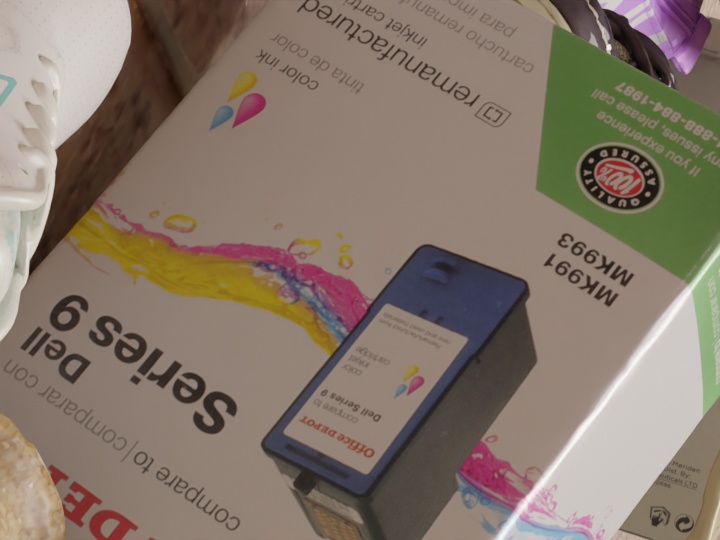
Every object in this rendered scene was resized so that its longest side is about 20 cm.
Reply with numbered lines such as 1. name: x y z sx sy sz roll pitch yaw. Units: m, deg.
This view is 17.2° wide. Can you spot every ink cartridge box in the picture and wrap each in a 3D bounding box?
1. ink cartridge box: -0.002 0.028 0.618 0.200 0.145 0.088 -51 156 -15

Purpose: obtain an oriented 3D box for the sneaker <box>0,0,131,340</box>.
1. sneaker: -0.091 -0.016 0.474 0.200 0.080 0.071 -42 147 -57

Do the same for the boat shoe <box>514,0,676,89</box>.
1. boat shoe: 0.072 -0.057 0.793 0.065 0.072 0.200 -34 159 -6

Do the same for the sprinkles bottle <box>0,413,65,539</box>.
1. sprinkles bottle: -0.139 0.101 0.482 0.200 0.068 0.068 -51 155 -45

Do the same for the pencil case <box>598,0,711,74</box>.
1. pencil case: 0.075 -0.130 0.821 0.084 0.085 0.200 -64 163 -6

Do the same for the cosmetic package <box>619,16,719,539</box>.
1. cosmetic package: 0.144 0.004 0.986 0.104 0.073 0.201 -36 142 -68
